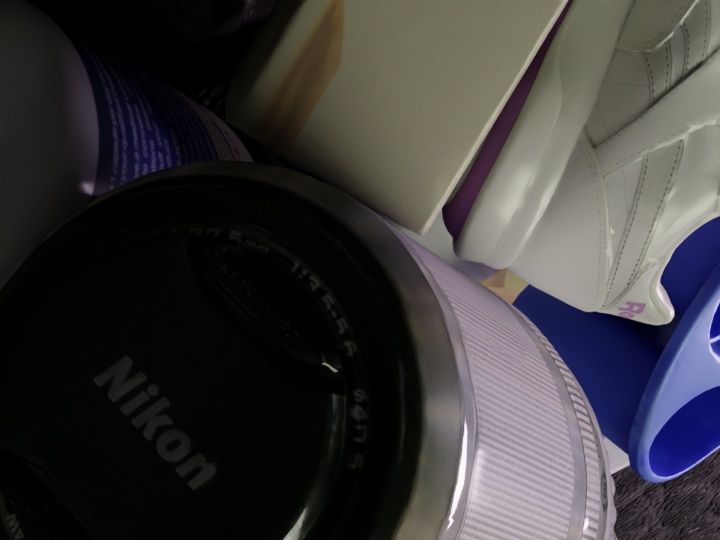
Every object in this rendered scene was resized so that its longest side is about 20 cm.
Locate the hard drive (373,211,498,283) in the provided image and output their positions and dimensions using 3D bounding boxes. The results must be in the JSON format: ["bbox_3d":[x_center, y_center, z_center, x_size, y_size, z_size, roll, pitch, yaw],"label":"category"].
[{"bbox_3d":[0.000,0.000,0.917,0.200,0.027,0.132,-34,161,13],"label":"hard drive"}]

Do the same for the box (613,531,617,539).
[{"bbox_3d":[0.023,0.138,1.119,0.122,0.200,0.193,-21,175,-24],"label":"box"}]

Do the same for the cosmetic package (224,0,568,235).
[{"bbox_3d":[0.038,-0.120,0.747,0.200,0.071,0.105,-59,-172,10],"label":"cosmetic package"}]

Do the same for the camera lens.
[{"bbox_3d":[-0.018,0.063,0.753,0.160,0.160,0.200,-37,156,11],"label":"camera lens"}]

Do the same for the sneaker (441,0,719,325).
[{"bbox_3d":[0.109,-0.075,0.763,0.200,0.099,0.075,-59,-174,16],"label":"sneaker"}]

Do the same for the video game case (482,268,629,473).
[{"bbox_3d":[0.093,-0.016,1.022,0.182,0.200,0.023,-24,-165,-18],"label":"video game case"}]

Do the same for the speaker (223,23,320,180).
[{"bbox_3d":[0.053,-0.088,0.939,0.200,0.081,0.081,-24,155,-20],"label":"speaker"}]

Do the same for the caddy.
[{"bbox_3d":[0.146,-0.001,0.928,0.200,0.105,0.142,-26,145,-49],"label":"caddy"}]

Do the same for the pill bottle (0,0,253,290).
[{"bbox_3d":[-0.122,-0.027,0.790,0.120,0.120,0.200,-37,156,11],"label":"pill bottle"}]

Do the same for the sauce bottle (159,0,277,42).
[{"bbox_3d":[0.023,-0.121,0.857,0.200,0.066,0.066,-19,153,-26],"label":"sauce bottle"}]
